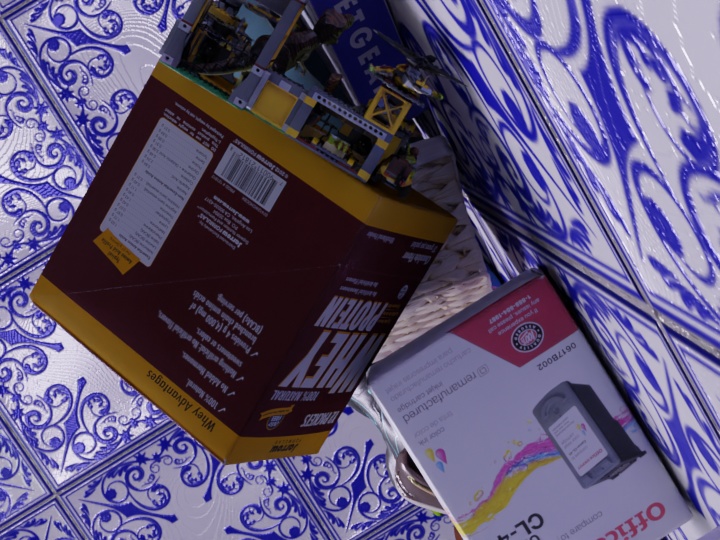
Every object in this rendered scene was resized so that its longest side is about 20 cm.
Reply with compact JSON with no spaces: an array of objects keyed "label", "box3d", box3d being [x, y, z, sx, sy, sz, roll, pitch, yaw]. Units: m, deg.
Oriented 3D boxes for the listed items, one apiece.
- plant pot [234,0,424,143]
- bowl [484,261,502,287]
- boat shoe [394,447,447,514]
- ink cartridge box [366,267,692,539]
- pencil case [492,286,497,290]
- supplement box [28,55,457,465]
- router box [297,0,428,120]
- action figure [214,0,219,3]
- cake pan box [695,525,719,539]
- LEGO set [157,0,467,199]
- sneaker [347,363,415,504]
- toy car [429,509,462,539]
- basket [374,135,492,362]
[{"label":"plant pot","box3d":[-0.060,-0.121,1.127,0.200,0.135,0.200,42,-162,-17]},{"label":"bowl","box3d":[0.146,0.072,1.315,0.201,0.039,0.201,59,180,0]},{"label":"boat shoe","box3d":[0.128,0.190,1.174,0.060,0.199,0.072,87,-163,-67]},{"label":"ink cartridge box","box3d":[0.115,0.120,0.940,0.200,0.147,0.086,57,180,-1]},{"label":"pencil case","box3d":[0.127,0.076,1.107,0.086,0.083,0.200,19,-170,-14]},{"label":"supplement box","box3d":[-0.080,-0.007,0.927,0.197,0.200,0.133,35,-169,23]},{"label":"router box","box3d":[-0.034,-0.220,0.981,0.180,0.049,0.200,59,180,35]},{"label":"action figure","box3d":[-0.057,-0.187,1.236,0.104,0.200,0.194,-13,126,42]},{"label":"cake pan box","box3d":[0.269,0.280,0.818,0.184,0.052,0.200,57,-178,-43]},{"label":"LEGO set","box3d":[-0.026,-0.145,0.838,0.200,0.116,0.154,32,-170,5]},{"label":"sneaker","box3d":[0.042,0.128,1.257,0.079,0.075,0.200,-13,111,58]},{"label":"toy car","box3d":[0.154,0.216,1.308,0.164,0.158,0.200,38,172,15]},{"label":"basket","box3d":[0.000,0.000,1.062,0.136,0.199,0.124,65,-175,-71]}]
